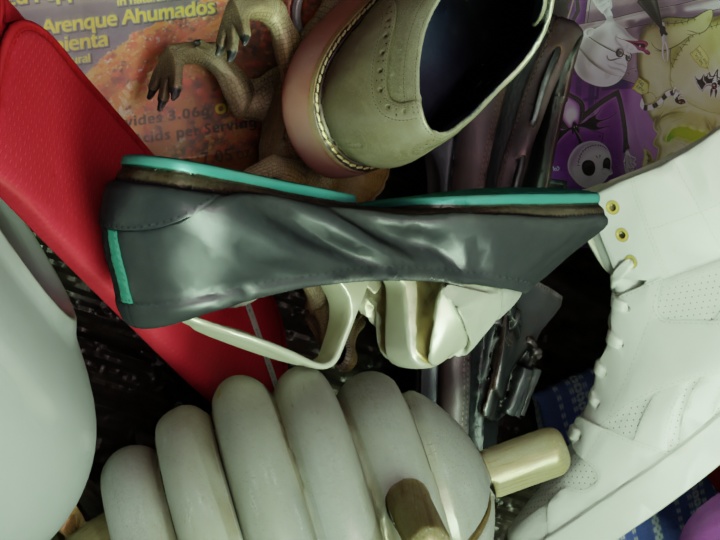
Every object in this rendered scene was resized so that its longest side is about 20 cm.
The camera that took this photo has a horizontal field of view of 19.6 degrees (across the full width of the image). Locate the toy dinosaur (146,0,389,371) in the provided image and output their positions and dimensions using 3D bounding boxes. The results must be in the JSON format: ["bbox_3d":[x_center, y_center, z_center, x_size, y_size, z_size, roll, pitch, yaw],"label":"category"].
[{"bbox_3d":[-0.022,-0.067,0.779,0.101,0.058,0.202,15,82,-39],"label":"toy dinosaur"}]

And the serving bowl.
[{"bbox_3d":[-0.144,-0.001,0.685,0.066,0.200,0.201,-33,107,-1],"label":"serving bowl"}]

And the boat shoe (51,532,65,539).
[{"bbox_3d":[-0.081,0.191,0.806,0.066,0.074,0.201,-32,101,-1],"label":"boat shoe"}]

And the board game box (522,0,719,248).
[{"bbox_3d":[0.151,-0.069,0.889,0.198,0.032,0.121,0,100,-21],"label":"board game box"}]

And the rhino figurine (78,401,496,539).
[{"bbox_3d":[-0.028,0.108,0.821,0.199,0.060,0.088,24,66,-21],"label":"rhino figurine"}]

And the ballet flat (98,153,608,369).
[{"bbox_3d":[0.000,0.000,0.720,0.199,0.073,0.074,3,96,-33],"label":"ballet flat"}]

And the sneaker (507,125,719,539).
[{"bbox_3d":[0.109,0.025,0.803,0.200,0.074,0.116,-43,82,16],"label":"sneaker"}]

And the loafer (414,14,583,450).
[{"bbox_3d":[0.055,-0.006,0.814,0.062,0.072,0.202,1,88,7],"label":"loafer"}]

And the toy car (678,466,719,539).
[{"bbox_3d":[0.203,0.104,0.839,0.176,0.149,0.201,70,26,-45],"label":"toy car"}]

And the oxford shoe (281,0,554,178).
[{"bbox_3d":[0.053,-0.110,0.757,0.071,0.073,0.201,48,61,-31],"label":"oxford shoe"}]

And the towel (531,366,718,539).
[{"bbox_3d":[0.181,0.089,0.921,0.199,0.024,0.146,-19,102,-18],"label":"towel"}]

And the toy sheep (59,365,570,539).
[{"bbox_3d":[-0.020,0.097,0.721,0.198,0.138,0.139,-13,101,-6],"label":"toy sheep"}]

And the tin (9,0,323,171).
[{"bbox_3d":[-0.072,-0.092,0.795,0.198,0.042,0.113,-10,104,-20],"label":"tin"}]

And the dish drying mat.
[{"bbox_3d":[-0.078,-0.012,0.743,0.018,0.077,0.200,-17,140,20],"label":"dish drying mat"}]
